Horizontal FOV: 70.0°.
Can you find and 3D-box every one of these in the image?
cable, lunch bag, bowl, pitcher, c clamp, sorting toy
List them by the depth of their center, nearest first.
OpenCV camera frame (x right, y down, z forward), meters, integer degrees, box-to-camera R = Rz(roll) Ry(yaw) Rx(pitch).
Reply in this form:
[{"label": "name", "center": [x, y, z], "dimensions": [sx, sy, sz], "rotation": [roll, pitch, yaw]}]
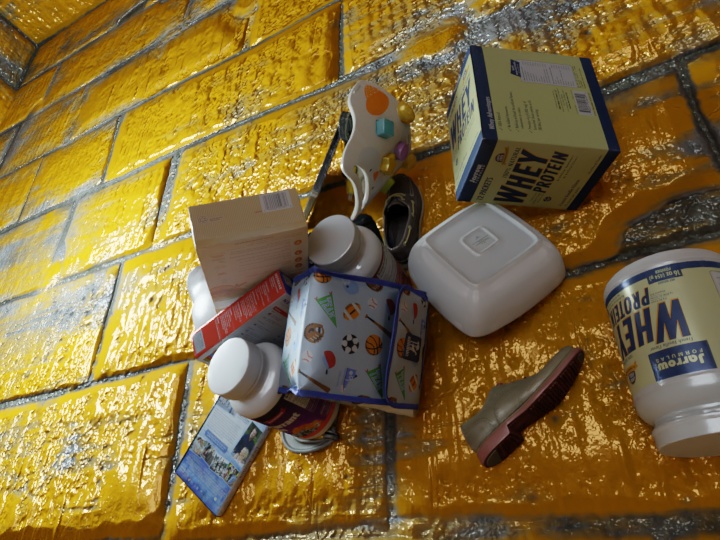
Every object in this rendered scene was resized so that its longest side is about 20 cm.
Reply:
[{"label": "lunch bag", "center": [0.003, 0.098, 0.708], "dimensions": [0.124, 0.197, 0.173], "rotation": [161, 120, -65]}, {"label": "bowl", "center": [0.183, -0.021, 0.782], "dimensions": [0.199, 0.075, 0.200], "rotation": [-33, 48, -10]}, {"label": "c clamp", "center": [-0.057, 0.207, 0.861], "dimensions": [0.169, 0.027, 0.203], "rotation": [-1, 63, 31]}, {"label": "sorting toy", "center": [0.017, -0.187, 0.893], "dimensions": [0.106, 0.201, 0.181], "rotation": [16, 54, 21]}, {"label": "pitcher", "center": [-0.246, 0.092, 0.947], "dimensions": [0.120, 0.174, 0.199], "rotation": [-22, 27, -24]}, {"label": "cable", "center": [-0.008, -0.231, 0.984], "dimensions": [0.050, 0.201, 0.098], "rotation": [20, 60, 10]}]

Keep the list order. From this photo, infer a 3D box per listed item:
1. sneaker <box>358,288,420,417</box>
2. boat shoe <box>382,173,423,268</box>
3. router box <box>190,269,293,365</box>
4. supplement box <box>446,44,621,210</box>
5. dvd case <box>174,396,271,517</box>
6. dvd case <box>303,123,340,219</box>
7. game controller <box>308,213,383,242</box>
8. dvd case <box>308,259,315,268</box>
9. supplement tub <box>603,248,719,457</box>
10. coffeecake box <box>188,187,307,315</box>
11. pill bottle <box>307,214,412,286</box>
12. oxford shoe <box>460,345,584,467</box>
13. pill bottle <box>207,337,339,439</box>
[{"label": "sneaker", "center": [0.043, 0.120, 0.810], "dimensions": [0.114, 0.074, 0.203], "rotation": [2, 65, 19]}, {"label": "boat shoe", "center": [0.074, -0.104, 0.939], "dimensions": [0.071, 0.060, 0.203], "rotation": [-13, 56, 25]}, {"label": "router box", "center": [-0.136, 0.108, 0.832], "dimensions": [0.178, 0.200, 0.049], "rotation": [-35, 51, 10]}, {"label": "supplement box", "center": [0.251, -0.218, 0.793], "dimensions": [0.196, 0.135, 0.203], "rotation": [4, 59, -5]}, {"label": "dvd case", "center": [-0.240, 0.306, 0.921], "dimensions": [0.142, 0.018, 0.202], "rotation": [21, 76, 39]}, {"label": "dvd case", "center": [-0.081, -0.179, 1.022], "dimensions": [0.016, 0.200, 0.150], "rotation": [22, 70, -8]}, {"label": "game controller", "center": [-0.055, -0.036, 0.967], "dimensions": [0.197, 0.042, 0.106], "rotation": [-20, 70, 0]}, {"label": "dvd case", "center": [-0.147, -0.016, 0.941], "dimensions": [0.149, 0.025, 0.203], "rotation": [-27, 68, 35]}, {"label": "supplement tub", "center": [0.373, 0.094, 0.583], "dimensions": [0.143, 0.145, 0.202], "rotation": [-16, 56, 23]}, {"label": "coffeecake box", "center": [-0.160, -0.020, 0.776], "dimensions": [0.151, 0.201, 0.074], "rotation": [-13, 60, -14]}, {"label": "pill bottle", "center": [0.000, 0.000, 0.833], "dimensions": [0.111, 0.200, 0.114], "rotation": [-15, 55, 23]}, {"label": "oxford shoe", "center": [0.213, 0.166, 0.691], "dimensions": [0.200, 0.070, 0.075], "rotation": [-45, 44, 0]}, {"label": "pill bottle", "center": [-0.129, 0.177, 0.779], "dimensions": [0.110, 0.200, 0.113], "rotation": [-20, 51, 27]}]
